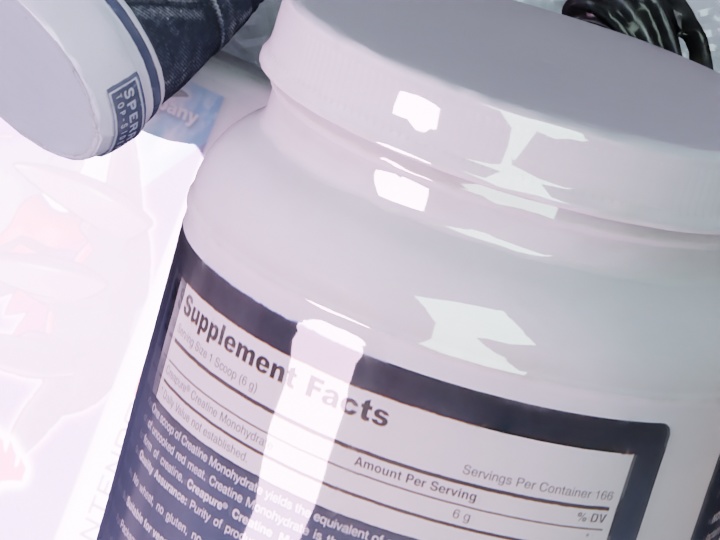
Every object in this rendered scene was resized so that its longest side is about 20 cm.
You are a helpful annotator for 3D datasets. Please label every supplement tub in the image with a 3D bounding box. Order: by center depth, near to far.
[{"bbox_3d":[0.015,0.045,0.689,0.140,0.140,0.200,17,106,0],"label":"supplement tub"}]

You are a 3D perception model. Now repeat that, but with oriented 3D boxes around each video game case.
[{"bbox_3d":[-0.124,0.002,0.775,0.200,0.023,0.182,25,102,15],"label":"video game case"}]

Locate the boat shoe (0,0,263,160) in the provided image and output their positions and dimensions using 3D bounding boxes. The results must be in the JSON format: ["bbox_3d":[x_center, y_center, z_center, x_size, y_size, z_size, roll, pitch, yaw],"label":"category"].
[{"bbox_3d":[-0.103,-0.116,0.734,0.200,0.071,0.091,42,60,12],"label":"boat shoe"}]

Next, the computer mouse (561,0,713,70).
[{"bbox_3d":[0.000,0.000,0.786,0.200,0.053,0.139,-6,98,11],"label":"computer mouse"}]
